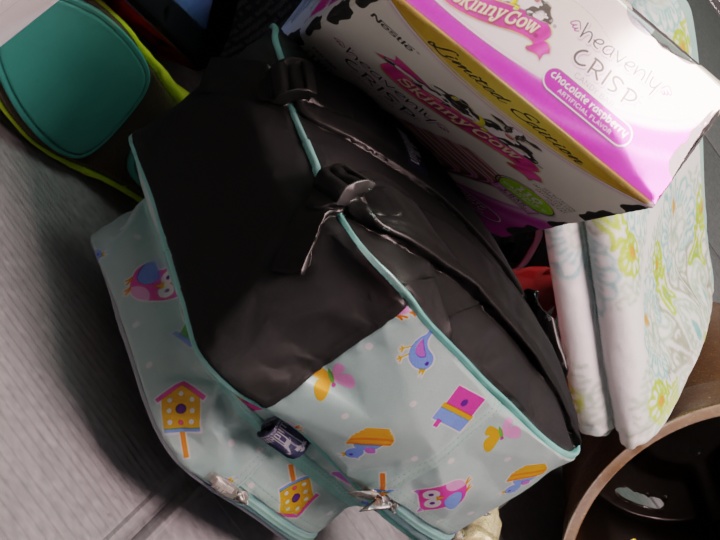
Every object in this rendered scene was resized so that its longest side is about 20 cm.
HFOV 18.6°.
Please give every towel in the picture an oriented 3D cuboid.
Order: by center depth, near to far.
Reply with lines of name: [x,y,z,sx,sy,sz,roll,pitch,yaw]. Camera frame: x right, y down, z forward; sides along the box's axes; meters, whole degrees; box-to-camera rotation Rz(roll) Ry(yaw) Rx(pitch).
towel: [0.138,-0.032,1.109,0.171,0.048,0.200,-50,133,-59]

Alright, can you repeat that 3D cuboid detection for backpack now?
backpack: [-0.006,0.026,0.917,0.200,0.153,0.176,34,19,-41]

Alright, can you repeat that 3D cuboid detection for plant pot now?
plant pot: [0.193,0.121,1.217,0.200,0.200,0.198,48,12,-19]

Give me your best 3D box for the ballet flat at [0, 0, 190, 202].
ballet flat: [-0.113,-0.074,0.992,0.200,0.067,0.067,41,2,-44]

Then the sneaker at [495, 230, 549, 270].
sneaker: [0.049,-0.007,1.159,0.200,0.071,0.099,9,46,-16]

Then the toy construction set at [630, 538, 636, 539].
toy construction set: [0.153,0.235,1.049,0.131,0.092,0.200,57,19,-32]

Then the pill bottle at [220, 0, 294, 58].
pill bottle: [-0.048,-0.160,1.170,0.200,0.120,0.120,42,22,-25]

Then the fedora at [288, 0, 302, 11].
fedora: [0.006,-0.150,1.063,0.201,0.092,0.201,54,6,-8]

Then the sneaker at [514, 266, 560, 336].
sneaker: [0.113,0.022,1.262,0.078,0.115,0.200,56,20,-28]

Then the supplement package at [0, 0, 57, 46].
supplement package: [-0.195,-0.192,0.829,0.200,0.152,0.151,26,34,-55]

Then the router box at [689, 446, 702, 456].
router box: [0.154,0.042,1.440,0.200,0.051,0.149,41,21,-36]

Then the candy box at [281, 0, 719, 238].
candy box: [0.047,-0.080,0.906,0.136,0.061,0.200,38,-13,-10]

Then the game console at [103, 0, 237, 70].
game console: [-0.076,-0.193,0.992,0.031,0.177,0.200,16,-6,13]

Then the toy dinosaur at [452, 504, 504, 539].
toy dinosaur: [0.063,0.098,1.078,0.047,0.088,0.200,28,26,-18]
